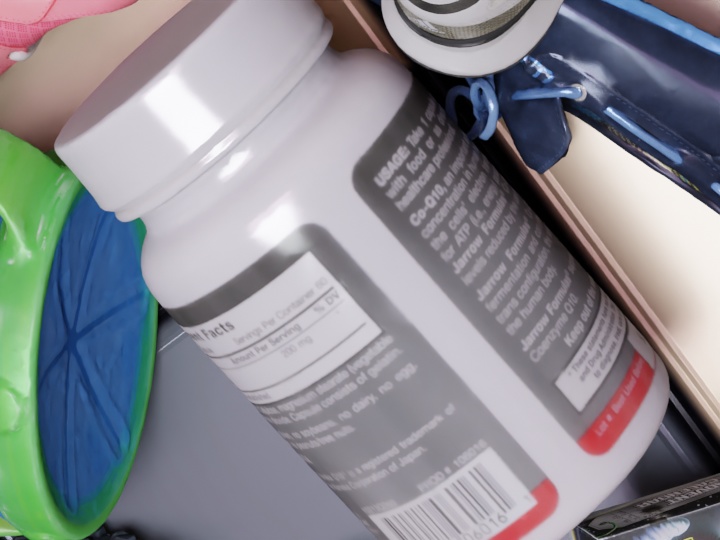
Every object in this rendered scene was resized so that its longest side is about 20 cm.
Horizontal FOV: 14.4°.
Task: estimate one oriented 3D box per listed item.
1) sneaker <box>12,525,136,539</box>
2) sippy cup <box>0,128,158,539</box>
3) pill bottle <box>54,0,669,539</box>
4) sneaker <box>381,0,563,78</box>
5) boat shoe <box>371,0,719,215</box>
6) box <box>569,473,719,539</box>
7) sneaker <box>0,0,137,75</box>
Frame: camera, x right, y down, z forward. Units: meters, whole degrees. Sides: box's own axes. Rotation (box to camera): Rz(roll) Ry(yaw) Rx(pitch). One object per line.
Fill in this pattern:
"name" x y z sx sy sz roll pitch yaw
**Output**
"sneaker" -0.144 0.154 1.067 0.199 0.078 0.087 -10 113 23
"sippy cup" -0.151 0.020 0.993 0.129 0.140 0.179 4 103 14
"pill bottle" 0.000 0.000 0.947 0.114 0.114 0.200 -37 104 18
"sneaker" 0.062 -0.166 0.874 0.075 0.115 0.201 20 74 10
"boat shoe" 0.071 -0.061 0.948 0.199 0.084 0.069 25 96 9
"box" 0.159 0.163 0.976 0.136 0.040 0.201 -16 100 -11
"sneaker" -0.154 -0.078 1.017 0.199 0.074 0.087 -10 114 19
